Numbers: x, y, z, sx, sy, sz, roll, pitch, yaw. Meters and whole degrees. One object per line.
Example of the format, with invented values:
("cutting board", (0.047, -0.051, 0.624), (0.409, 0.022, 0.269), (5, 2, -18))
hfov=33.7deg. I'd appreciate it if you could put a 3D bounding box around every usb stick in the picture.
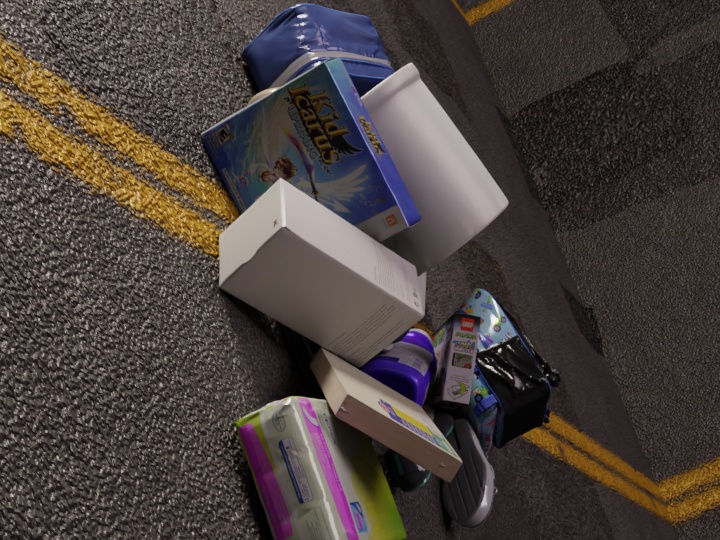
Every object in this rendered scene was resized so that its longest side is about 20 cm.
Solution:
("usb stick", (-0.043, 0.113, 1.304), (0.201, 0.033, 0.055), (65, 24, 3))

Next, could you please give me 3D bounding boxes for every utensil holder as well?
("utensil holder", (0.052, -0.111, 1.390), (0.200, 0.170, 0.170), (53, 17, -3))

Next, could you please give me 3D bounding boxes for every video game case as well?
("video game case", (-0.057, -0.104, 1.312), (0.201, 0.181, 0.045), (62, 27, -4))

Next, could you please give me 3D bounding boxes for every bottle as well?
("bottle", (0.053, 0.122, 1.490), (0.200, 0.083, 0.066), (-50, 153, -73))

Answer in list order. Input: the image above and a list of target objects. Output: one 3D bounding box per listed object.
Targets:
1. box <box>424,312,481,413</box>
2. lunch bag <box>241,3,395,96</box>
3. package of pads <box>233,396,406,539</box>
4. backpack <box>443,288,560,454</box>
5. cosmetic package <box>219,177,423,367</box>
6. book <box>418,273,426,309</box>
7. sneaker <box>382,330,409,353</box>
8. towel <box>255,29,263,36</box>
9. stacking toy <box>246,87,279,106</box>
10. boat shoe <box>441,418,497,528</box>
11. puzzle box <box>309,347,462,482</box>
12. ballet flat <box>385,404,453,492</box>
("box", (0.113, 0.124, 1.527), (0.200, 0.035, 0.111), (115, -15, -79))
("lunch bag", (-0.043, -0.257, 1.597), (0.200, 0.136, 0.133), (-2, 63, -47))
("package of pads", (-0.036, 0.199, 1.131), (0.155, 0.068, 0.200), (69, 14, 16))
("backpack", (0.178, 0.136, 1.702), (0.200, 0.134, 0.183), (59, -12, 25))
("cosmetic package", (-0.041, 0.006, 1.250), (0.200, 0.108, 0.085), (34, 31, -31))
("book", (0.036, -0.015, 1.603), (0.200, 0.048, 0.134), (19, 75, -66))
("sneaker", (0.000, 0.000, 1.454), (0.200, 0.082, 0.070), (51, 22, 16))
("towel", (-0.069, -0.270, 1.766), (0.193, 0.035, 0.200), (54, 18, 5))
("stacking toy", (-0.091, -0.121, 1.444), (0.085, 0.085, 0.201), (41, 35, -52))
("boat shoe", (0.152, 0.276, 1.576), (0.071, 0.072, 0.200), (51, 18, -23))
("puzzle box", (0.020, 0.140, 1.189), (0.133, 0.025, 0.200), (32, 3, -12))
("ballet flat", (0.069, 0.199, 1.453), (0.073, 0.073, 0.200), (61, 19, -7))
